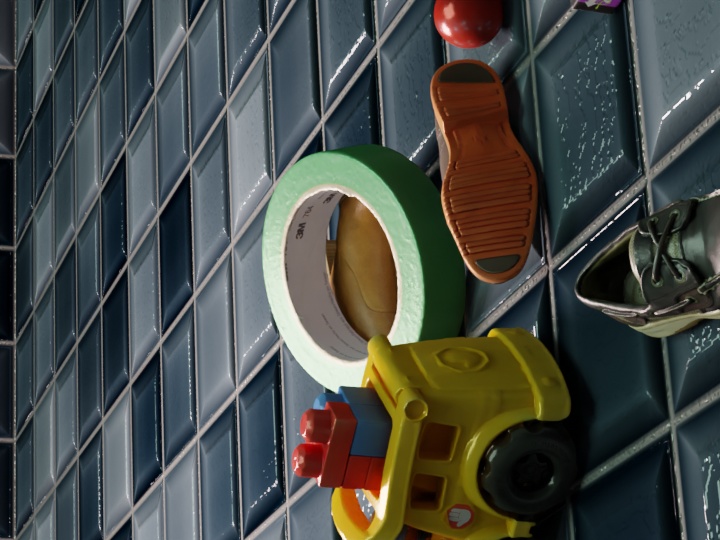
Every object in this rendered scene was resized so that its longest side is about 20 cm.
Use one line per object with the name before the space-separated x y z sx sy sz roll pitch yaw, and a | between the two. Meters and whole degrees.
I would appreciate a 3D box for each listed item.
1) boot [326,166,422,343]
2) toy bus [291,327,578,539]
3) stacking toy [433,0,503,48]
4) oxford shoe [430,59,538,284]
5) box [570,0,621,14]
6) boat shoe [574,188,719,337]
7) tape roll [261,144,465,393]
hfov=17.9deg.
boot | 0.018 0.013 1.921 0.201 0.070 0.145 129 132 -56
toy bus | 0.039 0.146 1.610 0.136 0.191 0.201 -124 40 -59
stacking toy | 0.083 -0.271 1.750 0.085 0.085 0.201 -169 78 -72
oxford shoe | 0.094 -0.062 1.708 0.073 0.071 0.201 85 180 -53
box | 0.181 -0.284 1.509 0.200 0.036 0.144 125 144 -56
boat shoe | 0.191 -0.004 1.372 0.200 0.064 0.074 135 137 -62
tape roll | 0.000 0.000 1.854 0.200 0.048 0.202 17 112 46
